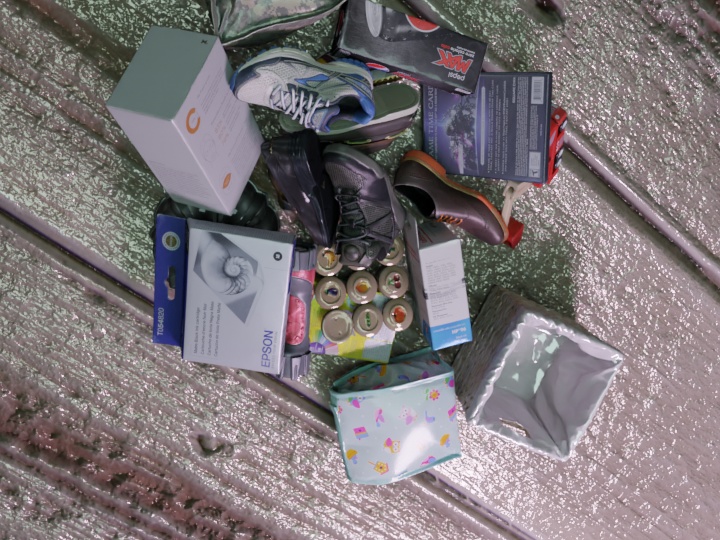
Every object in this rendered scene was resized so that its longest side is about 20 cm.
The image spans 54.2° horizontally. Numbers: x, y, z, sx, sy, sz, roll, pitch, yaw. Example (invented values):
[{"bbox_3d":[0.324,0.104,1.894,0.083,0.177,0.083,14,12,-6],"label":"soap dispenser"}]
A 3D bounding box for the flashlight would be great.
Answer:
[{"bbox_3d":[-0.100,0.059,1.029,0.066,0.068,0.205,4,106,-5],"label":"flashlight"}]

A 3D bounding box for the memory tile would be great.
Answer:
[{"bbox_3d":[0.000,0.000,1.065,0.149,0.017,0.206,-8,91,-13],"label":"memory tile"}]

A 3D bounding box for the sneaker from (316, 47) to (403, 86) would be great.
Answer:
[{"bbox_3d":[-0.018,-0.299,0.982,0.195,0.075,0.093,-13,98,-10],"label":"sneaker"}]

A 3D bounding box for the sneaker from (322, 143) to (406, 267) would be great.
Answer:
[{"bbox_3d":[-0.004,-0.079,0.966,0.116,0.075,0.200,-66,148,-23],"label":"sneaker"}]

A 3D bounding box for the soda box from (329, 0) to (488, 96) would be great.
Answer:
[{"bbox_3d":[0.064,-0.293,0.930,0.195,0.063,0.073,14,97,-15],"label":"soda box"}]

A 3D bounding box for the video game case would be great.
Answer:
[{"bbox_3d":[0.174,-0.205,0.996,0.019,0.197,0.147,-22,117,-47],"label":"video game case"}]

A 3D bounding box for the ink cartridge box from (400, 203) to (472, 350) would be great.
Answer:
[{"bbox_3d":[0.113,0.000,1.070,0.066,0.116,0.205,-12,110,-6],"label":"ink cartridge box"}]

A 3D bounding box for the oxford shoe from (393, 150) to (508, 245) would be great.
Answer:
[{"bbox_3d":[0.131,-0.089,1.045,0.198,0.071,0.073,34,58,-5],"label":"oxford shoe"}]

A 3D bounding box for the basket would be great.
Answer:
[{"bbox_3d":[0.269,0.155,1.124,0.194,0.161,0.204,22,103,-16],"label":"basket"}]

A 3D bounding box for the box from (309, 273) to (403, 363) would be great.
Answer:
[{"bbox_3d":[-0.040,0.072,1.103,0.195,0.048,0.120,10,106,-15],"label":"box"}]

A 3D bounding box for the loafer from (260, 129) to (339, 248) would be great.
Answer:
[{"bbox_3d":[-0.077,-0.110,0.971,0.070,0.074,0.203,2,138,17],"label":"loafer"}]

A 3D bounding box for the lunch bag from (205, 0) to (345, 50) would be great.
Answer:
[{"bbox_3d":[-0.100,-0.359,0.892,0.195,0.164,0.120,-17,107,-4],"label":"lunch bag"}]

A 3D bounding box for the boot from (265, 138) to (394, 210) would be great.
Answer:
[{"bbox_3d":[-0.042,-0.154,1.033,0.195,0.075,0.099,-13,133,-13],"label":"boot"}]

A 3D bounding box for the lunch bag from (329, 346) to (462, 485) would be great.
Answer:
[{"bbox_3d":[0.052,0.237,1.133,0.195,0.122,0.175,-14,110,-12],"label":"lunch bag"}]

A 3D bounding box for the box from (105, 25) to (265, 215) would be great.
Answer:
[{"bbox_3d":[-0.210,-0.182,0.886,0.095,0.201,0.127,14,66,17],"label":"box"}]

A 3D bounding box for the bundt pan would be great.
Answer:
[{"bbox_3d":[-0.210,-0.038,1.022,0.196,0.076,0.207,-3,108,-8],"label":"bundt pan"}]

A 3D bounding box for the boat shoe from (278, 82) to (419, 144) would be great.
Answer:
[{"bbox_3d":[-0.015,-0.203,0.968,0.196,0.073,0.061,-12,149,-13],"label":"boat shoe"}]

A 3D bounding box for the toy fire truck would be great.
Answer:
[{"bbox_3d":[0.244,-0.137,1.041,0.048,0.201,0.142,31,73,23],"label":"toy fire truck"}]

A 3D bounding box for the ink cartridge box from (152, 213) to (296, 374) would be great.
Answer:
[{"bbox_3d":[-0.195,0.035,0.973,0.194,0.041,0.205,8,111,0],"label":"ink cartridge box"}]

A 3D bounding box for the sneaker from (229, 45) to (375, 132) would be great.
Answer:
[{"bbox_3d":[-0.063,-0.219,0.875,0.195,0.077,0.087,-6,65,-27],"label":"sneaker"}]
